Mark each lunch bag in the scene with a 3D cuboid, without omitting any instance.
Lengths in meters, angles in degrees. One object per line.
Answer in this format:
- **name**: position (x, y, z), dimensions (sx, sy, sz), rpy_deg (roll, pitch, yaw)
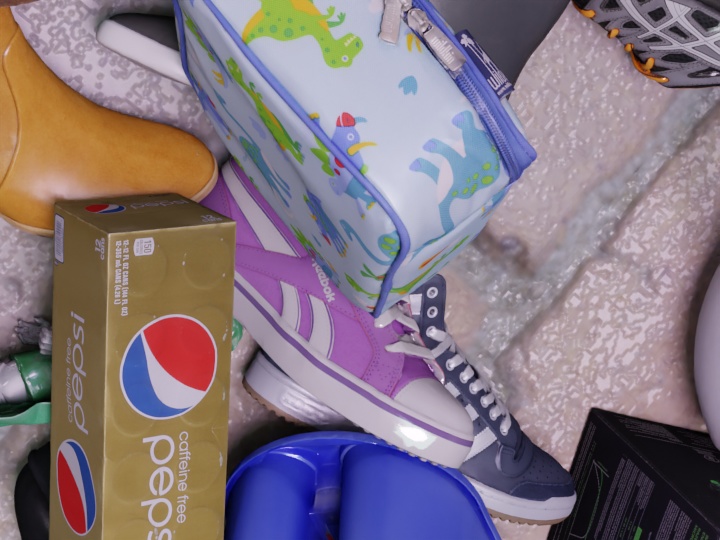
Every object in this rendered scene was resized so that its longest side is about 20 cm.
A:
- **lunch bag**: position (-0.011, -0.071, 0.731), dimensions (0.082, 0.200, 0.161), rpy_deg (-39, 83, -10)

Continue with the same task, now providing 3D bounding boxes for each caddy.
- **caddy**: position (0.005, 0.164, 0.909), dimensions (0.141, 0.105, 0.200), rpy_deg (-8, 134, 20)

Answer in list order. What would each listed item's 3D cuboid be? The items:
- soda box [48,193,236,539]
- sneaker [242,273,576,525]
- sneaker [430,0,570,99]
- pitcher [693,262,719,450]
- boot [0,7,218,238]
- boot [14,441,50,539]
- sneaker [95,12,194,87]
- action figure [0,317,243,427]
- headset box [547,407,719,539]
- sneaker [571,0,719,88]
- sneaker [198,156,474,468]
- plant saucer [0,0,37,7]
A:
- **soda box**: position (-0.104, 0.069, 0.819), dimensions (0.067, 0.064, 0.201), rpy_deg (-7, 108, -33)
- **sneaker**: position (0.048, 0.057, 0.931), dimensions (0.199, 0.070, 0.109), rpy_deg (25, 100, -15)
- **sneaker**: position (0.006, -0.148, 0.800), dimensions (0.199, 0.075, 0.107), rpy_deg (26, 85, -16)
- **pitcher**: position (0.234, 0.007, 0.921), dimensions (0.171, 0.121, 0.201), rpy_deg (-2, 105, -50)
- **boot**: position (-0.166, -0.091, 0.815), dimensions (0.200, 0.071, 0.145), rpy_deg (-1, 132, -7)
- **boot**: position (-0.176, 0.209, 0.920), dimensions (0.162, 0.073, 0.199), rpy_deg (-30, 110, -1)
- **sneaker**: position (-0.029, -0.127, 0.867), dimensions (0.199, 0.071, 0.100), rpy_deg (12, 98, -21)
- **action figure**: position (-0.153, 0.051, 0.875), dimensions (0.199, 0.118, 0.055), rpy_deg (-15, 96, -18)
- **headset box**: position (0.220, 0.164, 0.932), dimensions (0.173, 0.200, 0.093), rpy_deg (13, 101, -17)
- **sneaker**: position (0.158, -0.136, 0.906), dimensions (0.199, 0.078, 0.078), rpy_deg (18, 120, -10)
- **sneaker**: position (0.000, 0.000, 0.845), dimensions (0.200, 0.073, 0.114), rpy_deg (42, 99, 25)
- **plant saucer**: position (-0.159, -0.212, 0.718), dimensions (0.199, 0.037, 0.202), rpy_deg (0, 90, 17)
